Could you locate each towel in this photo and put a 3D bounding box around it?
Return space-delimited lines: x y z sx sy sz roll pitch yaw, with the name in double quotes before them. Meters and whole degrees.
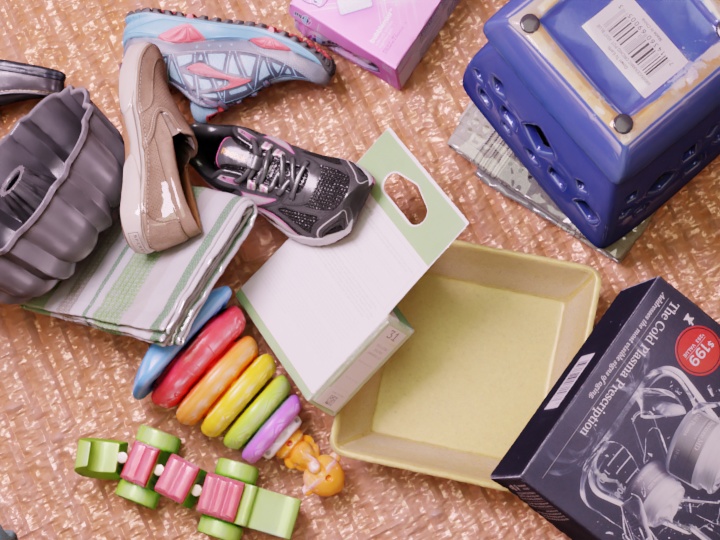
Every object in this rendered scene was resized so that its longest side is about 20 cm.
"towel" -0.189 -0.010 1.572 0.199 0.031 0.150 9 59 44
"towel" 0.200 -0.133 1.616 0.192 0.035 0.201 35 82 9

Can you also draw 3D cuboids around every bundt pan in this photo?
"bundt pan" -0.271 -0.057 1.583 0.076 0.202 0.203 37 83 -28

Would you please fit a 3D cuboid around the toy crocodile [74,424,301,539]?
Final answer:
"toy crocodile" -0.147 0.181 1.568 0.199 0.062 0.068 20 81 10

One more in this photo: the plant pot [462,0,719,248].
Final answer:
"plant pot" 0.214 -0.167 1.514 0.200 0.180 0.200 -39 79 -6

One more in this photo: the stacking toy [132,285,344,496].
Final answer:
"stacking toy" -0.090 0.118 1.565 0.200 0.110 0.116 41 75 1

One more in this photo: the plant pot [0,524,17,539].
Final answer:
"plant pot" -0.366 0.304 1.510 0.198 0.200 0.198 3 71 7

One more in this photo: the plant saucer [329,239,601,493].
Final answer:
"plant saucer" 0.090 0.080 1.570 0.198 0.048 0.202 11 80 8

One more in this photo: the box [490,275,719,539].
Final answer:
"box" 0.240 0.141 1.482 0.182 0.104 0.201 37 79 -4

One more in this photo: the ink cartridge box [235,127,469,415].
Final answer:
"ink cartridge box" 0.000 0.000 1.546 0.200 0.048 0.146 -46 48 9

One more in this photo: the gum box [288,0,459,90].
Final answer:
"gum box" 0.035 -0.269 1.640 0.113 0.066 0.201 32 83 11

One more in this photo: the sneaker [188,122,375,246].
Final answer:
"sneaker" -0.081 -0.079 1.560 0.199 0.086 0.081 13 78 41

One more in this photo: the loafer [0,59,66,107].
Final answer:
"loafer" -0.358 -0.150 1.663 0.198 0.073 0.073 -3 86 16

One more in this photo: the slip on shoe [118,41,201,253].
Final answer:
"slip on shoe" -0.166 -0.108 1.555 0.060 0.076 0.201 -10 55 12

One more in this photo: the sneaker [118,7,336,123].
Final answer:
"sneaker" -0.118 -0.173 1.644 0.198 0.079 0.096 10 92 15
